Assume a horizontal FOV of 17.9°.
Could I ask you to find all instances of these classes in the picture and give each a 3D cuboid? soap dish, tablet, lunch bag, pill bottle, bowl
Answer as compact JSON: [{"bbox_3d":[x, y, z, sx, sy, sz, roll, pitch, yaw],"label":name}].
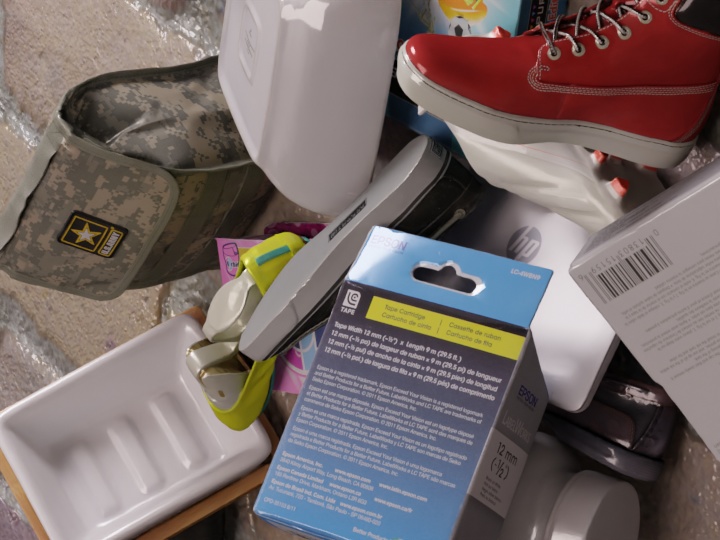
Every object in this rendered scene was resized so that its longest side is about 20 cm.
[{"bbox_3d":[-0.175,0.142,1.785,0.158,0.199,0.081,57,167,21],"label":"soap dish"},{"bbox_3d":[0.100,0.005,1.482,0.199,0.014,0.131,22,83,45],"label":"tablet"},{"bbox_3d":[-0.169,-0.064,1.697,0.118,0.199,0.164,58,138,21],"label":"lunch bag"},{"bbox_3d":[0.076,0.151,1.487,0.199,0.111,0.112,14,113,31],"label":"pill bottle"},{"bbox_3d":[-0.043,-0.157,1.558,0.200,0.074,0.201,-113,28,-51],"label":"bowl"}]

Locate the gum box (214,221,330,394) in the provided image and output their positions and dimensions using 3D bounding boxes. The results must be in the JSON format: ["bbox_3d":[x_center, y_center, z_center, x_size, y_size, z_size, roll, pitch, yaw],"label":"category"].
[{"bbox_3d":[-0.022,0.028,1.650,0.199,0.066,0.114,3,104,51],"label":"gum box"}]

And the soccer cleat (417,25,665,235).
[{"bbox_3d":[0.121,-0.065,1.419,0.200,0.069,0.078,44,126,10],"label":"soccer cleat"}]

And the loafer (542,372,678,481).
[{"bbox_3d":[0.127,0.068,1.492,0.199,0.072,0.063,31,100,36],"label":"loafer"}]

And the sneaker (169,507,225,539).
[{"bbox_3d":[-0.183,0.184,1.898,0.200,0.076,0.091,30,129,45],"label":"sneaker"}]

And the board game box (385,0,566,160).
[{"bbox_3d":[0.066,-0.184,1.491,0.151,0.047,0.201,31,124,42],"label":"board game box"}]

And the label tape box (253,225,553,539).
[{"bbox_3d":[0.037,0.086,1.430,0.142,0.066,0.201,14,75,32],"label":"label tape box"}]

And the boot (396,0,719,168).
[{"bbox_3d":[0.128,-0.143,1.320,0.073,0.198,0.145,-105,30,-46],"label":"boot"}]

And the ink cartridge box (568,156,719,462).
[{"bbox_3d":[0.245,0.014,1.313,0.200,0.044,0.174,-33,100,40],"label":"ink cartridge box"}]

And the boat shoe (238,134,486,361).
[{"bbox_3d":[0.000,0.000,1.513,0.064,0.071,0.200,40,112,-16],"label":"boat shoe"}]

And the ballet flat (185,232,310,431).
[{"bbox_3d":[-0.089,0.048,1.631,0.067,0.067,0.201,52,139,24],"label":"ballet flat"}]
